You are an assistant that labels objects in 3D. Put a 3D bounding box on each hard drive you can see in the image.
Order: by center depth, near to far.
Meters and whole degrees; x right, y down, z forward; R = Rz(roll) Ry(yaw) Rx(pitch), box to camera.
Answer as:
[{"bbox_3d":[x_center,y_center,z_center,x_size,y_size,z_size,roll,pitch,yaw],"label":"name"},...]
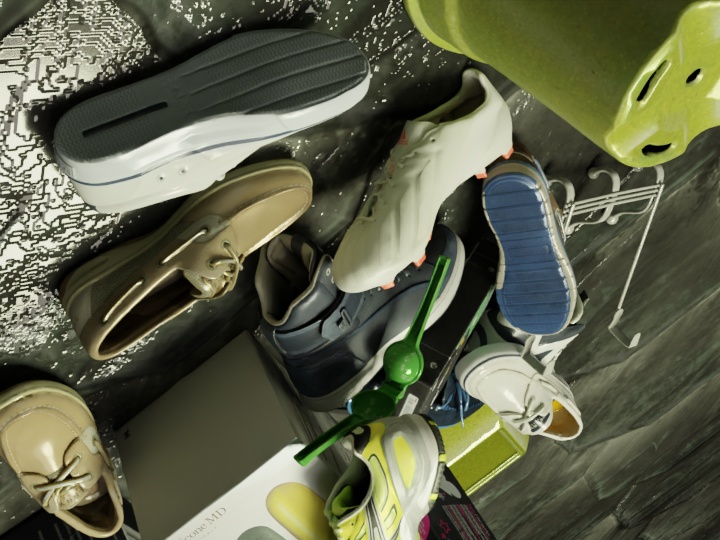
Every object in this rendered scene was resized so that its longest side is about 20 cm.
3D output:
[{"bbox_3d":[0.071,0.076,0.940,0.200,0.038,0.140,-52,167,-42],"label":"hard drive"}]

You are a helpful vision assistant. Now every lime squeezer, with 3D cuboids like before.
[{"bbox_3d":[0.017,0.080,0.802,0.200,0.038,0.071,-53,133,-17],"label":"lime squeezer"}]

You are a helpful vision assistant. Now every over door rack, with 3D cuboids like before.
[{"bbox_3d":[0.223,-0.009,1.013,0.147,0.067,0.201,-13,117,-34],"label":"over door rack"}]

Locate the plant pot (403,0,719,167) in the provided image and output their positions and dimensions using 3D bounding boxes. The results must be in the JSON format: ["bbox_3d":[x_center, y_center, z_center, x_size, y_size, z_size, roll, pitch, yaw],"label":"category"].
[{"bbox_3d":[0.157,-0.172,0.646,0.200,0.184,0.201,-25,148,-17],"label":"plant pot"}]

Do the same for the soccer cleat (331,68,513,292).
[{"bbox_3d":[0.040,-0.068,0.761,0.200,0.069,0.078,-48,129,-20],"label":"soccer cleat"}]

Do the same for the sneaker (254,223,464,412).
[{"bbox_3d":[0.001,0.001,0.828,0.202,0.077,0.146,-47,134,-21],"label":"sneaker"}]

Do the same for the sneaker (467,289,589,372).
[{"bbox_3d":[0.207,0.073,1.118,0.129,0.080,0.199,-35,140,15],"label":"sneaker"}]

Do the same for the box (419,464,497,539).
[{"bbox_3d":[0.042,0.278,1.116,0.132,0.200,0.115,-49,145,21],"label":"box"}]

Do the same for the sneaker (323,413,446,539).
[{"bbox_3d":[0.004,0.203,0.788,0.076,0.075,0.201,6,102,-24],"label":"sneaker"}]

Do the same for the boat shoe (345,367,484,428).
[{"bbox_3d":[0.074,0.126,1.054,0.200,0.084,0.069,-3,149,-45],"label":"boat shoe"}]

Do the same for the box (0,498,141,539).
[{"bbox_3d":[-0.276,0.315,0.907,0.200,0.149,0.107,-33,148,-4],"label":"box"}]

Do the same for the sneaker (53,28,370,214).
[{"bbox_3d":[-0.090,-0.093,0.633,0.199,0.073,0.071,-18,154,-12],"label":"sneaker"}]

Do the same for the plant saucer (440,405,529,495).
[{"bbox_3d":[0.131,0.242,1.301,0.200,0.048,0.200,-38,149,2],"label":"plant saucer"}]

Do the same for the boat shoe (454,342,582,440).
[{"bbox_3d":[0.172,0.134,1.050,0.071,0.070,0.200,-40,140,16],"label":"boat shoe"}]

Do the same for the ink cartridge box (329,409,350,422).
[{"bbox_3d":[-0.101,0.223,1.053,0.161,0.050,0.200,12,122,-51],"label":"ink cartridge box"}]

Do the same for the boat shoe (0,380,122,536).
[{"bbox_3d":[-0.234,0.154,0.798,0.072,0.065,0.200,-28,148,-13],"label":"boat shoe"}]

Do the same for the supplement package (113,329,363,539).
[{"bbox_3d":[-0.082,0.192,0.874,0.152,0.151,0.200,-38,128,2],"label":"supplement package"}]

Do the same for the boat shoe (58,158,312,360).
[{"bbox_3d":[-0.113,-0.007,0.716,0.200,0.065,0.072,-31,148,-9],"label":"boat shoe"}]

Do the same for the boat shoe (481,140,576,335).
[{"bbox_3d":[0.156,-0.027,0.906,0.072,0.073,0.200,-1,133,17],"label":"boat shoe"}]
